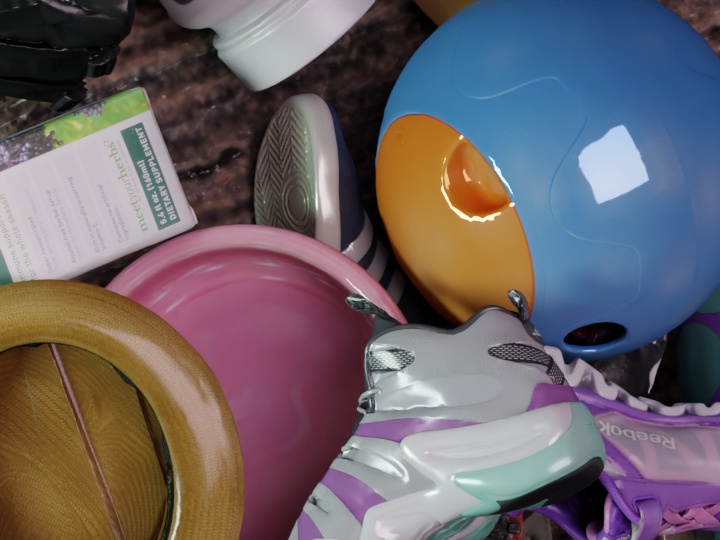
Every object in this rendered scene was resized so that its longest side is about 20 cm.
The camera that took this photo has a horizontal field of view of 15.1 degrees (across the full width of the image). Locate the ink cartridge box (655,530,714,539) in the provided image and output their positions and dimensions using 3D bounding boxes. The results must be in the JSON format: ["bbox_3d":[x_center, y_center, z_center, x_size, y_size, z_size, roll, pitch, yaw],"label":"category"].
[{"bbox_3d":[0.241,0.194,1.582,0.199,0.075,0.166,-2,87,-25],"label":"ink cartridge box"}]

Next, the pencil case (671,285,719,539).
[{"bbox_3d":[0.226,0.068,1.512,0.092,0.085,0.201,-3,67,-12],"label":"pencil case"}]

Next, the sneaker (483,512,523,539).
[{"bbox_3d":[0.053,0.198,1.417,0.077,0.082,0.201,7,73,3],"label":"sneaker"}]

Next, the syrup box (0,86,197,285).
[{"bbox_3d":[-0.195,-0.019,1.386,0.199,0.081,0.079,-24,97,-25],"label":"syrup box"}]

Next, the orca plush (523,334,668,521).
[{"bbox_3d":[0.091,0.072,1.497,0.200,0.105,0.071,-39,133,-6],"label":"orca plush"}]

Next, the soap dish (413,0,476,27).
[{"bbox_3d":[0.084,-0.236,1.523,0.157,0.081,0.200,45,70,-16],"label":"soap dish"}]

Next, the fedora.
[{"bbox_3d":[-0.150,0.100,1.362,0.200,0.082,0.202,0,98,-2],"label":"fedora"}]

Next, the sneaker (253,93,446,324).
[{"bbox_3d":[0.000,0.000,1.485,0.084,0.075,0.201,-12,99,-30],"label":"sneaker"}]

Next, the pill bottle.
[{"bbox_3d":[-0.084,-0.201,1.427,0.114,0.114,0.200,-45,106,-19],"label":"pill bottle"}]

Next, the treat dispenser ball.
[{"bbox_3d":[0.107,-0.052,1.430,0.200,0.201,0.202,1,87,-25],"label":"treat dispenser ball"}]

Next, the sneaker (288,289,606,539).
[{"bbox_3d":[0.011,0.079,1.346,0.199,0.078,0.140,-28,71,12],"label":"sneaker"}]

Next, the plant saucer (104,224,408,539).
[{"bbox_3d":[-0.057,0.078,1.419,0.200,0.051,0.202,-1,87,13],"label":"plant saucer"}]

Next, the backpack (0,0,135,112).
[{"bbox_3d":[-0.226,-0.160,1.348,0.199,0.163,0.154,-3,81,-18],"label":"backpack"}]

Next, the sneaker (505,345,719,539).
[{"bbox_3d":[0.149,0.110,1.391,0.199,0.081,0.089,16,44,-8],"label":"sneaker"}]

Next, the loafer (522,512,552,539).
[{"bbox_3d":[0.092,0.204,1.477,0.072,0.063,0.201,42,43,-34],"label":"loafer"}]
